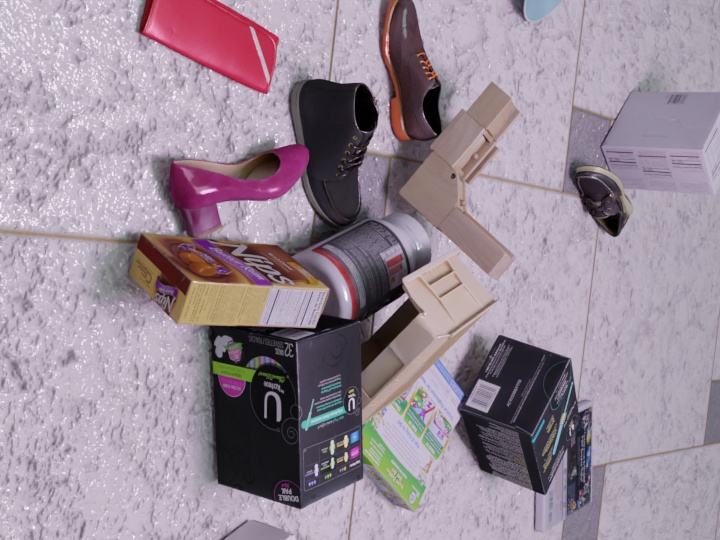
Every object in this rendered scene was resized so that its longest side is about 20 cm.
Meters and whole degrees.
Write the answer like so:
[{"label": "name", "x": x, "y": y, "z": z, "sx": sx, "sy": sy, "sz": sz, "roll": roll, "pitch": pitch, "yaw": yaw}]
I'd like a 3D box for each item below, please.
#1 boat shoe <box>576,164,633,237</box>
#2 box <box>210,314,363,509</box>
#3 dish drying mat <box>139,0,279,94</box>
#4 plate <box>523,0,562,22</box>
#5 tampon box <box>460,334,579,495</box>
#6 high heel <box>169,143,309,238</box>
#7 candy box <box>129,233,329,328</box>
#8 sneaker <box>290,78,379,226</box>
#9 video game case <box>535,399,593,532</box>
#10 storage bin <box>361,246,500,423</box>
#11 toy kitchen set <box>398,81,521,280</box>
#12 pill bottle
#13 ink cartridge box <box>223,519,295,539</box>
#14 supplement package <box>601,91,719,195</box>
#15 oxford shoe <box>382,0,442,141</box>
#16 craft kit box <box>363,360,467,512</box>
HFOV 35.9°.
[{"label": "boat shoe", "x": 0.440, "y": -0.123, "z": 2.003, "sx": 0.199, "sy": 0.072, "sz": 0.066, "roll": 36, "pitch": 64, "yaw": -47}, {"label": "box", "x": -0.088, "y": 0.162, "z": 1.348, "sx": 0.123, "sy": 0.147, "sz": 0.204, "roll": -14, "pitch": 107, "yaw": -49}, {"label": "dish drying mat", "x": -0.168, "y": -0.272, "z": 1.279, "sx": 0.199, "sy": 0.018, "sz": 0.078, "roll": 20, "pitch": 82, "yaw": -50}, {"label": "plate", "x": 0.316, "y": -0.488, "z": 1.768, "sx": 0.200, "sy": 0.025, "sz": 0.201, "roll": -44, "pitch": 160, "yaw": -20}, {"label": "tampon box", "x": 0.258, "y": 0.231, "z": 1.769, "sx": 0.151, "sy": 0.125, "sz": 0.201, "roll": -57, "pitch": 149, "yaw": -26}, {"label": "high heel", "x": -0.140, "y": -0.125, "z": 1.302, "sx": 0.199, "sy": 0.067, "sz": 0.097, "roll": -32, "pitch": 131, "yaw": -28}, {"label": "candy box", "x": -0.146, "y": 0.012, "z": 1.255, "sx": 0.198, "sy": 0.116, "sz": 0.057, "roll": 6, "pitch": 114, "yaw": -45}, {"label": "sneaker", "x": -0.019, "y": -0.143, "z": 1.413, "sx": 0.075, "sy": 0.105, "sz": 0.203, "roll": -40, "pitch": 125, "yaw": -38}, {"label": "video game case", "x": 0.376, "y": 0.357, "z": 2.046, "sx": 0.180, "sy": 0.023, "sz": 0.204, "roll": -13, "pitch": 105, "yaw": -49}, {"label": "storage bin", "x": 0.056, "y": 0.089, "z": 1.434, "sx": 0.094, "sy": 0.200, "sz": 0.198, "roll": 49, "pitch": 29, "yaw": 9}, {"label": "toy kitchen set", "x": 0.194, "y": -0.120, "z": 1.586, "sx": 0.201, "sy": 0.180, "sz": 0.163, "roll": -49, "pitch": 164, "yaw": 6}, {"label": "pill bottle", "x": 0.000, "y": 0.000, "z": 1.453, "sx": 0.199, "sy": 0.115, "sz": 0.118, "roll": -29, "pitch": 118, "yaw": -44}, {"label": "ink cartridge box", "x": -0.140, "y": 0.437, "z": 1.382, "sx": 0.146, "sy": 0.082, "sz": 0.204, "roll": -28, "pitch": 118, "yaw": -44}, {"label": "supplement package", "x": 0.574, "y": -0.237, "z": 2.045, "sx": 0.157, "sy": 0.198, "sz": 0.112, "roll": -55, "pitch": 134, "yaw": -28}, {"label": "oxford shoe", "x": 0.080, "y": -0.280, "z": 1.537, "sx": 0.071, "sy": 0.072, "sz": 0.204, "roll": -29, "pitch": 118, "yaw": -44}, {"label": "craft kit box", "x": 0.066, "y": 0.217, "z": 1.629, "sx": 0.201, "sy": 0.048, "sz": 0.199, "roll": 54, "pitch": 54, "yaw": -41}]
